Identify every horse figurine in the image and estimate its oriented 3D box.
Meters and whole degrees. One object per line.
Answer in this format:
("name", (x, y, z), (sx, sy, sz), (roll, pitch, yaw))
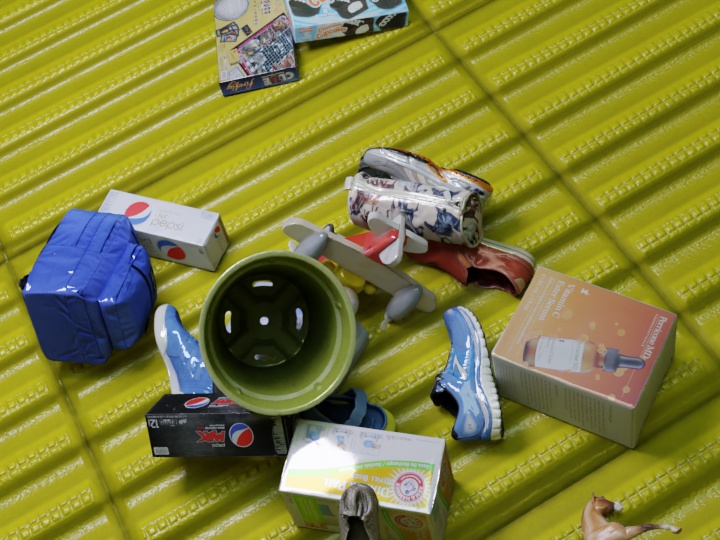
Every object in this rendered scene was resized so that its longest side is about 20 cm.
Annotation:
("horse figurine", (0.300, 0.363, 1.482), (0.131, 0.050, 0.202), (8, 63, 32))

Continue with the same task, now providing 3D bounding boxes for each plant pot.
("plant pot", (-0.116, 0.073, 1.622), (0.197, 0.184, 0.204), (0, 93, -10))

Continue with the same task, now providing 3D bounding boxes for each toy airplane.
("toy airplane", (0.000, 0.000, 1.715), (0.197, 0.200, 0.143), (14, 69, 17))

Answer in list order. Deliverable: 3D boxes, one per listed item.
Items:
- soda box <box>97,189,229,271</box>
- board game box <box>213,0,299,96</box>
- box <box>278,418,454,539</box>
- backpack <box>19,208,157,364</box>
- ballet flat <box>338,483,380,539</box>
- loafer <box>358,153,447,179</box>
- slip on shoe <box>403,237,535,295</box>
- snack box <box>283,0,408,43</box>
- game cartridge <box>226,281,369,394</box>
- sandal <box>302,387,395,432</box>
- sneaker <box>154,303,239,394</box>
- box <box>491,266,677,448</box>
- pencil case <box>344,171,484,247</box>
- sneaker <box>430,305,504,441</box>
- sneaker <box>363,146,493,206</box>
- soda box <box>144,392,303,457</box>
("soda box", (-0.302, -0.062, 1.901), (0.197, 0.069, 0.064), (14, 59, 21))
("board game box", (-0.179, -0.393, 2.128), (0.133, 0.035, 0.202), (-11, 54, 4))
("box", (0.011, 0.269, 1.576), (0.197, 0.113, 0.103), (6, 57, 15))
("backpack", (-0.379, 0.019, 1.811), (0.165, 0.164, 0.202), (6, 43, 5))
("ballet flat", (0.006, 0.355, 1.489), (0.066, 0.046, 0.204), (-4, 96, 15))
("loafer", (0.081, -0.125, 1.866), (0.197, 0.072, 0.064), (16, 65, 19))
("slip on shoe", (0.148, -0.012, 1.772), (0.197, 0.074, 0.062), (15, 62, 16))
("snack box", (-0.027, -0.451, 2.115), (0.197, 0.037, 0.117), (-10, 53, -8))
("game cartridge", (-0.094, 0.092, 1.770), (0.198, 0.042, 0.134), (21, 66, 24))
("sandal", (-0.055, 0.191, 1.662), (0.196, 0.087, 0.081), (-5, 56, 11))
("sneaker", (-0.218, 0.124, 1.746), (0.110, 0.077, 0.202), (-21, 58, 4))
("box", (0.293, 0.111, 1.630), (0.198, 0.107, 0.153), (19, 61, 24))
("pencil case", (0.074, -0.088, 1.740), (0.197, 0.090, 0.078), (11, 56, 27))
("sneaker", (0.131, 0.136, 1.665), (0.088, 0.079, 0.202), (-11, 54, 1))
("sneaker", (0.087, -0.115, 1.804), (0.198, 0.076, 0.093), (23, 102, 16))
("soda box", (-0.175, 0.200, 1.627), (0.197, 0.064, 0.071), (-2, 17, 17))
